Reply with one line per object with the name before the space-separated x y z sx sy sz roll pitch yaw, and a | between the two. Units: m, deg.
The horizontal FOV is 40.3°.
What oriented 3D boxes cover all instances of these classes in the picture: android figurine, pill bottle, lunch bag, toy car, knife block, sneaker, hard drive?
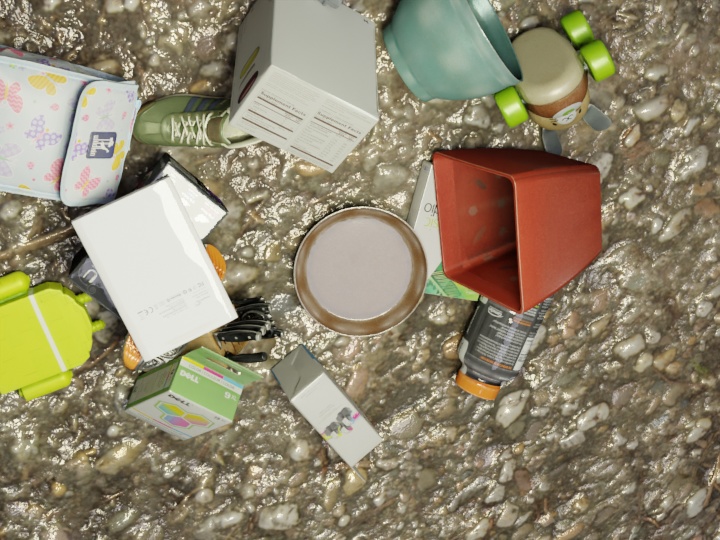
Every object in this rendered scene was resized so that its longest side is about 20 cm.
android figurine | -0.452 0.089 1.336 0.200 0.041 0.182 -23 114 -11
pill bottle | 0.220 0.102 1.550 0.106 0.106 0.200 18 101 -24
lunch bag | -0.385 -0.178 1.224 0.200 0.127 0.170 12 106 -30
toy car | 0.295 -0.247 1.445 0.164 0.158 0.200 -27 135 12
knife block | -0.210 0.099 1.352 0.200 0.176 0.064 -26 115 -10
sneaker | -0.260 0.056 1.335 0.076 0.092 0.200 43 61 -17
sneaker | -0.202 -0.196 1.301 0.200 0.090 0.067 -7 111 -18
hard drive | -0.257 -0.001 1.238 0.132 0.025 0.200 -26 106 -7

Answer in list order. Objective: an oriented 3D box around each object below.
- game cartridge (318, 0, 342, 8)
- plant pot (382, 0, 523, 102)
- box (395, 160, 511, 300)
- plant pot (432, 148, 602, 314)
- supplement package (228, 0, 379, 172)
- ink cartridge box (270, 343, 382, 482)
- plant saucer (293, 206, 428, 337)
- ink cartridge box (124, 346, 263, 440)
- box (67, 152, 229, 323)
game cartridge | -0.093 -0.435 1.249 0.200 0.042 0.133 28 63 -20
plant pot | 0.115 -0.313 1.338 0.134 0.200 0.200 -27 118 21
box | 0.139 -0.058 1.505 0.144 0.036 0.200 9 106 -22
plant pot | 0.238 -0.080 1.417 0.176 0.200 0.200 -18 114 -24
supplement package | -0.071 -0.256 1.255 0.156 0.200 0.111 23 134 -26
ink cartridge box | -0.040 0.217 1.489 0.068 0.115 0.200 -40 117 -3
plant saucer | 0.000 0.000 1.457 0.200 0.032 0.201 -2 107 -6
ink cartridge box | -0.234 0.174 1.363 0.104 0.200 0.059 32 55 -26
box | -0.282 -0.045 1.301 0.106 0.122 0.200 41 90 -18
